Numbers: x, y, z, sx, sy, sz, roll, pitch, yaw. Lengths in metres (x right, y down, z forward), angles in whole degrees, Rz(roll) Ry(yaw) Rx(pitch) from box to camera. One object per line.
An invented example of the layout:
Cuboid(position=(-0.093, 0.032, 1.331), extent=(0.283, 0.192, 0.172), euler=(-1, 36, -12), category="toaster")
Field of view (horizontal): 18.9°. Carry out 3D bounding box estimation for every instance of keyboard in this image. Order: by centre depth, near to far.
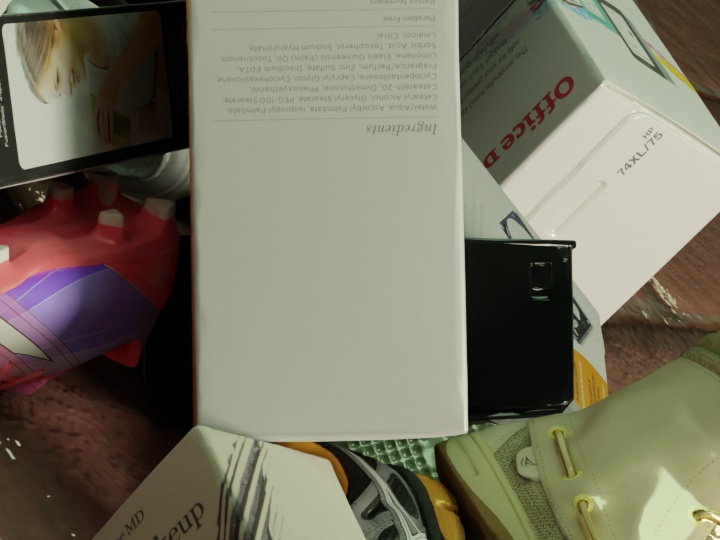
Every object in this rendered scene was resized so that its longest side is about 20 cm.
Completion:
Cuboid(position=(0.000, 0.000, 0.900), extent=(0.199, 0.128, 0.021), euler=(1, -2, -25), category="keyboard")

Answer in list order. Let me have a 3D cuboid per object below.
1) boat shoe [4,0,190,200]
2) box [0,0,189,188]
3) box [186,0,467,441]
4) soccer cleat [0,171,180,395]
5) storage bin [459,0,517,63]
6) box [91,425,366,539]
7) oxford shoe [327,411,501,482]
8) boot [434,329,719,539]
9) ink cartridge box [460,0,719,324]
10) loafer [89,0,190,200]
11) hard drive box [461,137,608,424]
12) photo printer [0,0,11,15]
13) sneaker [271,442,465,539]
Cuboid(position=(-0.148, -0.103, 0.951), extent=(0.200, 0.072, 0.068), euler=(49, 24, 11), category="boat shoe")
Cuboid(position=(-0.145, -0.064, 0.810), extent=(0.200, 0.116, 0.061), euler=(-22, 107, -69), category="box")
Cuboid(position=(-0.014, -0.039, 0.802), extent=(0.097, 0.201, 0.124), euler=(-1, -3, -2), category="box")
Cuboid(position=(-0.139, 0.017, 0.758), extent=(0.066, 0.077, 0.200), euler=(23, 24, 32), category="soccer cleat")
Cuboid(position=(0.002, -0.162, 1.152), extent=(0.135, 0.200, 0.094), euler=(14, 35, -52), category="storage bin")
Cuboid(position=(-0.019, 0.152, 0.689), extent=(0.068, 0.082, 0.200), euler=(20, 30, -43), category="box")
Cuboid(position=(0.003, 0.068, 0.932), extent=(0.199, 0.075, 0.058), euler=(33, -23, -7), category="oxford shoe")
Cuboid(position=(0.134, 0.109, 0.834), extent=(0.200, 0.155, 0.073), euler=(-125, -164, -50), category="boot")
Cuboid(position=(0.101, -0.094, 1.283), extent=(0.146, 0.147, 0.201), euler=(26, 28, -40), category="ink cartridge box")
Cuboid(position=(-0.097, -0.122, 1.060), extent=(0.072, 0.072, 0.200), euler=(5, 39, -35), category="loafer")
Cuboid(position=(0.030, 0.001, 1.018), extent=(0.200, 0.077, 0.156), euler=(50, 17, -18), category="hard drive box")
Cuboid(position=(-0.207, -0.107, 0.703), extent=(0.167, 0.199, 0.070), euler=(-80, 159, -64), category="photo printer")
Cuboid(position=(0.005, 0.130, 0.790), extent=(0.077, 0.078, 0.200), euler=(32, 13, -26), category="sneaker")
